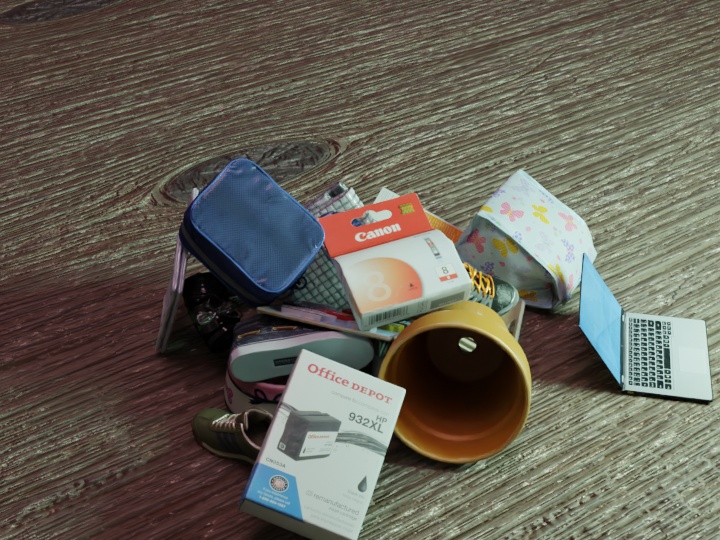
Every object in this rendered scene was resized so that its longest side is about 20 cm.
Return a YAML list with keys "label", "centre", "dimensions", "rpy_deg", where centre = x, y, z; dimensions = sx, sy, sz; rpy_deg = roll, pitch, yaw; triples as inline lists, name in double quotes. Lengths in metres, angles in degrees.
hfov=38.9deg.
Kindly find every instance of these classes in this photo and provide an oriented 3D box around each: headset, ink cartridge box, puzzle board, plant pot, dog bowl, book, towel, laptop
- label: "headset"
  centre: [-0.227, 0.066, 1.508]
  dimensions: [0.094, 0.124, 0.200]
  rpy_deg: [-27, 5, -25]
- label: "ink cartridge box"
  centre: [0.043, -0.027, 1.404]
  dimensions: [0.161, 0.050, 0.201]
  rpy_deg: [-16, 59, -12]
- label: "puzzle board"
  centre: [-0.027, 0.067, 1.446]
  dimensions: [0.199, 0.018, 0.151]
  rpy_deg: [11, 4, 19]
- label: "plant pot"
  centre: [0.137, 0.131, 1.397]
  dimensions: [0.199, 0.201, 0.183]
  rpy_deg: [5, 21, 11]
- label: "dog bowl"
  centre: [-0.103, 0.142, 1.477]
  dimensions: [0.199, 0.074, 0.201]
  rpy_deg: [-2, 35, 1]
- label: "book"
  centre: [0.096, -0.043, 1.680]
  dimensions: [0.199, 0.048, 0.134]
  rpy_deg: [31, 42, -1]
- label: "towel"
  centre: [-0.052, -0.024, 1.565]
  dimensions: [0.200, 0.166, 0.086]
  rpy_deg: [-34, 15, 14]
- label: "ink cartridge box"
  centre: [-0.046, 0.219, 1.254]
  dimensions: [0.144, 0.084, 0.201]
  rpy_deg: [22, 64, -2]
- label: "laptop"
  centre: [0.419, 0.080, 1.501]
  dimensions: [0.199, 0.116, 0.188]
  rpy_deg: [6, 36, 11]

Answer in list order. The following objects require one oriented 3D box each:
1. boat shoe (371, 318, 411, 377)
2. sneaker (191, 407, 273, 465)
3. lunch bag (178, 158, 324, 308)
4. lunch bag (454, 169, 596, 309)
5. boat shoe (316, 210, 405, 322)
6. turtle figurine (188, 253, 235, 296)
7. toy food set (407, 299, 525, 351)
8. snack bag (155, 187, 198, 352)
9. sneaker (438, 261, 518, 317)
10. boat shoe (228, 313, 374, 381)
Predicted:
- label: "boat shoe"
  centre: [0.061, 0.096, 1.539]
  dimensions: [0.073, 0.067, 0.200]
  rpy_deg: [3, 35, 7]
- label: "sneaker"
  centre: [-0.149, 0.213, 1.363]
  dimensions: [0.200, 0.090, 0.067]
  rpy_deg: [23, 43, 31]
- label: "lunch bag"
  centre: [-0.151, -0.043, 1.447]
  dimensions: [0.200, 0.132, 0.136]
  rpy_deg: [44, 69, -4]
- label: "lunch bag"
  centre: [0.275, -0.037, 1.667]
  dimensions: [0.200, 0.127, 0.170]
  rpy_deg: [38, 46, 7]
- label: "boat shoe"
  centre: [0.000, 0.000, 1.462]
  dimensions: [0.072, 0.073, 0.200]
  rpy_deg: [-31, 63, -15]
- label: "turtle figurine"
  centre: [-0.193, -0.010, 1.664]
  dimensions: [0.200, 0.150, 0.101]
  rpy_deg: [-33, 49, 24]
- label: "toy food set"
  centre: [0.156, 0.045, 1.560]
  dimensions: [0.199, 0.061, 0.144]
  rpy_deg: [28, 38, -4]
- label: "snack bag"
  centre: [-0.279, -0.003, 1.550]
  dimensions: [0.021, 0.189, 0.201]
  rpy_deg: [11, 55, -12]
- label: "sneaker"
  centre: [0.149, 0.025, 1.492]
  dimensions: [0.199, 0.077, 0.079]
  rpy_deg: [7, 53, -24]
- label: "boat shoe"
  centre: [-0.083, 0.096, 1.416]
  dimensions: [0.199, 0.071, 0.091]
  rpy_deg: [-5, 36, -3]
